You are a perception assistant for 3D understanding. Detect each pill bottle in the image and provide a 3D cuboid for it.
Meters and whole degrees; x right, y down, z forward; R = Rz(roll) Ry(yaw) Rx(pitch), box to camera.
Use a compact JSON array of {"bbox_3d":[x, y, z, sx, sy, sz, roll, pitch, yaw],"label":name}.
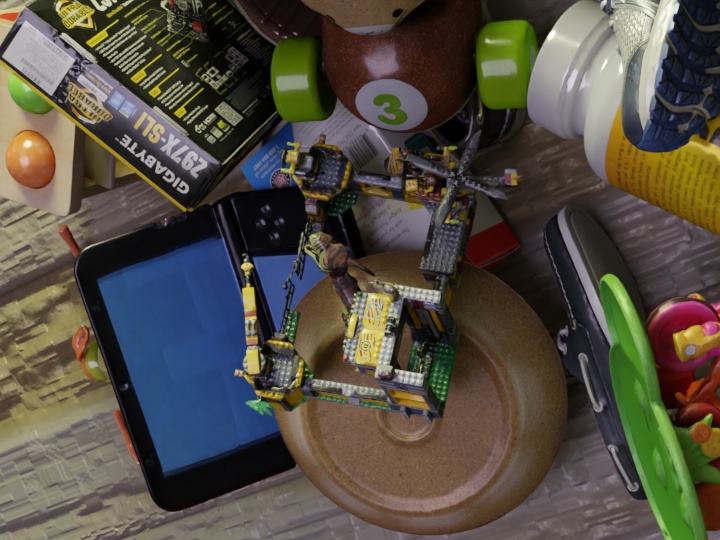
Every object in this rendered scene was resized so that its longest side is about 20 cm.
[{"bbox_3d":[0.205,-0.086,1.157,0.200,0.113,0.113,28,117,24],"label":"pill bottle"}]

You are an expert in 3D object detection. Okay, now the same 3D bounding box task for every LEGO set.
[{"bbox_3d":[0.000,0.000,1.177,0.153,0.116,0.200,18,78,14],"label":"LEGO set"}]

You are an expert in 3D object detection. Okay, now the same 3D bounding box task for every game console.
[{"bbox_3d":[-0.074,0.057,1.310,0.172,0.119,0.201,-3,110,47],"label":"game console"}]

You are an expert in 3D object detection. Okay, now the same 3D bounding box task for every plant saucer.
[{"bbox_3d":[0.034,0.088,1.265,0.200,0.035,0.201,4,108,12],"label":"plant saucer"}]

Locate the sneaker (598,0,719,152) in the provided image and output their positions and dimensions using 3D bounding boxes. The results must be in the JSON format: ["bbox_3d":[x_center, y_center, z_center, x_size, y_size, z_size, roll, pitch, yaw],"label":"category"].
[{"bbox_3d":[0.168,-0.161,1.105,0.085,0.077,0.201,-1,73,41],"label":"sneaker"}]

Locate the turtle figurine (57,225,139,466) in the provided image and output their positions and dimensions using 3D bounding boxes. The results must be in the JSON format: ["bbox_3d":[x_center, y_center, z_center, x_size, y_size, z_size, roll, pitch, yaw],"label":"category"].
[{"bbox_3d":[-0.162,0.053,1.466,0.161,0.064,0.201,-13,96,35],"label":"turtle figurine"}]

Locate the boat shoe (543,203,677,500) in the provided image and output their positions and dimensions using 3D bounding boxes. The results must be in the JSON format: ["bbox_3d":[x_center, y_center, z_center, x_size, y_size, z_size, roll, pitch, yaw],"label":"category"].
[{"bbox_3d":[0.159,0.056,1.252,0.060,0.076,0.200,-26,88,30],"label":"boat shoe"}]

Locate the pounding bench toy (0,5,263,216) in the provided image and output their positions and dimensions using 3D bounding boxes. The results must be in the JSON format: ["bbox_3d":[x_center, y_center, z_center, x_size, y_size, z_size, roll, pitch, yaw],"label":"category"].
[{"bbox_3d":[-0.183,-0.114,1.376,0.200,0.156,0.125,17,112,28],"label":"pounding bench toy"}]

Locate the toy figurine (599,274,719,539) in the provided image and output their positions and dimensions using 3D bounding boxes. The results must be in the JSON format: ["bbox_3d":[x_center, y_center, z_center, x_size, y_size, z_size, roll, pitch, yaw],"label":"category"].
[{"bbox_3d":[0.251,0.063,1.139,0.184,0.150,0.200,-19,115,-2],"label":"toy figurine"}]

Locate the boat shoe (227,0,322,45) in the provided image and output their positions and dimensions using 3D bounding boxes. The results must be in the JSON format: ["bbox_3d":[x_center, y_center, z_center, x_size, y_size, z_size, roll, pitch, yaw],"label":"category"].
[{"bbox_3d":[-0.060,-0.202,1.326,0.075,0.075,0.202,-44,68,-1],"label":"boat shoe"}]

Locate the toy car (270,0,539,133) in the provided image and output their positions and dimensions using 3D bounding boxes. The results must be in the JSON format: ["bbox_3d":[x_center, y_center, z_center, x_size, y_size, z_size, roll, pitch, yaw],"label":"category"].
[{"bbox_3d":[0.006,-0.164,1.146,0.164,0.200,0.158,-2,90,16],"label":"toy car"}]

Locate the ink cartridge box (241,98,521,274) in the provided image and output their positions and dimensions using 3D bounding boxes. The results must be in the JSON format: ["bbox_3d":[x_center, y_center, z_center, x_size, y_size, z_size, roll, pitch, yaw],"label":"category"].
[{"bbox_3d":[0.024,-0.027,1.319,0.116,0.067,0.200,-39,81,37],"label":"ink cartridge box"}]

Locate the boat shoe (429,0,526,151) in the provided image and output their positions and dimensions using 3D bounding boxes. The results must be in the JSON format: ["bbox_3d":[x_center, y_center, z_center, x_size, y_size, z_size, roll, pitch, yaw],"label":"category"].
[{"bbox_3d":[0.042,-0.173,1.270,0.072,0.061,0.202,-29,87,36],"label":"boat shoe"}]

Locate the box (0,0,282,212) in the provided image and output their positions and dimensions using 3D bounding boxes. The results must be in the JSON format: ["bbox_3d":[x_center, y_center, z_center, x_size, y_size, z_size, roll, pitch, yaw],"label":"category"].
[{"bbox_3d":[-0.128,-0.137,1.286,0.160,0.200,0.049,37,119,-1],"label":"box"}]
